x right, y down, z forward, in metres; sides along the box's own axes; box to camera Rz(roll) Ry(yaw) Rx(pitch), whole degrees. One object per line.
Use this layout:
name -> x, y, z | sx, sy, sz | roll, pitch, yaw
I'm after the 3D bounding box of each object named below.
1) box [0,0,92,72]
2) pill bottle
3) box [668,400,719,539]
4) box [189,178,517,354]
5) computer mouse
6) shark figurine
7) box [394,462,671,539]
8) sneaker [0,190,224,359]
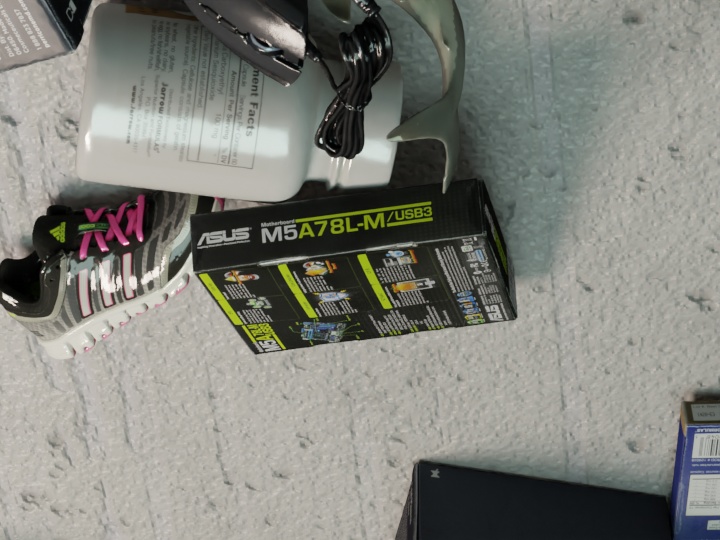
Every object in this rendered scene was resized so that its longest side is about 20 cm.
box -> -0.252, -0.205, 1.492 | 0.199, 0.197, 0.118 | -13, 129, 21
pill bottle -> -0.078, -0.102, 1.642 | 0.199, 0.115, 0.115 | 7, 130, -6
box -> 0.291, 0.178, 1.922 | 0.120, 0.033, 0.201 | -1, 129, -2
box -> 0.000, 0.000, 1.713 | 0.192, 0.048, 0.200 | -6, 162, 9
computer mouse -> -0.058, -0.164, 1.531 | 0.046, 0.200, 0.141 | -28, 163, -27
shark figurine -> 0.023, -0.166, 1.599 | 0.128, 0.215, 0.090 | -39, 166, -3
box -> 0.119, 0.256, 1.949 | 0.199, 0.104, 0.183 | 8, 129, -6
sneaker -> -0.175, -0.014, 1.745 | 0.087, 0.074, 0.200 | 32, 129, -31
